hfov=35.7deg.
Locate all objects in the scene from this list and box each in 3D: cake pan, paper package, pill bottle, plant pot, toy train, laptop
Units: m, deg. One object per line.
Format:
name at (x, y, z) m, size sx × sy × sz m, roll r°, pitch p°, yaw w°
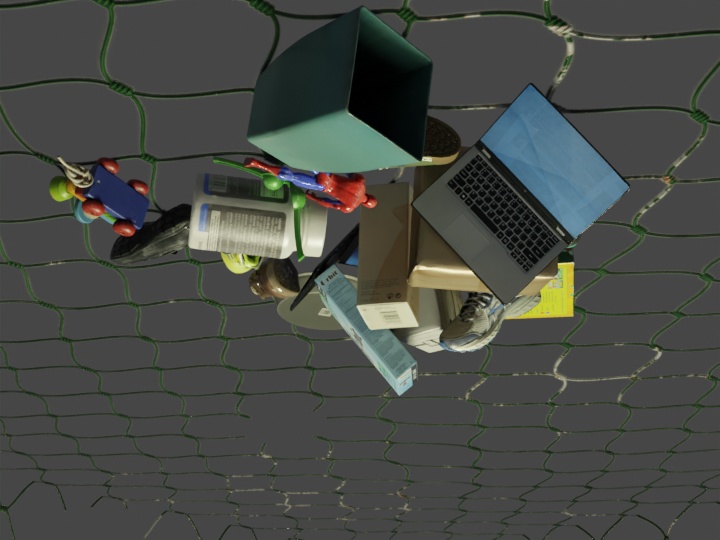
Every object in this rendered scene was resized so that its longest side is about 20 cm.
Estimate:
cake pan at (-0.065, 0.060, 2.046) m, size 0.198 × 0.037 × 0.201 m, roll 1°, pitch 155°, yaw 1°
paper package at (0.170, -0.070, 1.567) m, size 0.198 × 0.192 × 0.104 m, roll 5°, pitch 164°, yaw -4°
pill bottle at (-0.153, -0.078, 1.669) m, size 0.198 × 0.115 × 0.114 m, roll 7°, pitch 155°, yaw -9°
plant pot at (-0.037, -0.203, 1.374) m, size 0.199 × 0.142 × 0.141 m, roll -11°, pitch 153°, yaw 39°
toy train at (-0.414, -0.125, 1.646) m, size 0.115 × 0.085 × 0.200 m, roll 3°, pitch 159°, yaw 32°
laptop at (0.204, -0.096, 1.458) m, size 0.187 × 0.200 × 0.116 m, roll 47°, pitch 169°, yaw 5°
laptop at (0.000, 0.000, 1.834) m, size 0.103 × 0.200 × 0.177 m, roll 41°, pitch 150°, yaw 3°

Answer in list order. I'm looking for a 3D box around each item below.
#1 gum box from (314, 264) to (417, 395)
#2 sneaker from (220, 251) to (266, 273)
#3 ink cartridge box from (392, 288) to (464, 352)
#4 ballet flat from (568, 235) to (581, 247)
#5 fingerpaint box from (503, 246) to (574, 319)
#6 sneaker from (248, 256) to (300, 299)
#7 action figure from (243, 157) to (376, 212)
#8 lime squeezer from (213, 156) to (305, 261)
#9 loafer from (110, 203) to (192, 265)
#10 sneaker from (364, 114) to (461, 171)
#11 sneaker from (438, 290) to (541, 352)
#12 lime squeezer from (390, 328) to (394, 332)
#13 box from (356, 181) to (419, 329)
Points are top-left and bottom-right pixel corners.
gum box at (0.011, 0.097, 1.766) m, size 0.044 × 0.200 × 0.170 m, roll -38°, pitch 167°, yaw -6°
sneaker at (-0.189, -0.034, 1.812) m, size 0.075 × 0.077 × 0.200 m, roll 6°, pitch 156°, yaw -13°
ink cartridge box at (0.107, 0.045, 1.820) m, size 0.084 × 0.147 × 0.200 m, roll -15°, pitch 166°, yaw 16°
ballet flat at (0.245, -0.061, 1.743) m, size 0.198 × 0.068 × 0.069 m, roll -12°, pitch 144°, yaw 5°
fingerpaint box at (0.270, 0.006, 1.861) m, size 0.165 × 0.074 × 0.200 m, roll -3°, pitch 152°, yaw 10°
sneaker at (-0.145, 0.023, 1.822) m, size 0.075 × 0.071 × 0.200 m, roll -36°, pitch -175°, yaw 6°
action figure at (-0.070, -0.135, 1.566) m, size 0.199 × 0.066 × 0.099 m, roll 24°, pitch -178°, yaw -23°
lime squeezer at (-0.124, -0.109, 1.613) m, size 0.071 × 0.200 × 0.038 m, roll -43°, pitch 169°, yaw 6°
loafer at (-0.323, -0.047, 1.803) m, size 0.200 × 0.069 × 0.070 m, roll -20°, pitch 138°, yaw 33°
sneaker at (0.031, -0.171, 1.517) m, size 0.198 × 0.068 × 0.090 m, roll 10°, pitch 155°, yaw -4°
sneaker at (0.189, 0.049, 1.721) m, size 0.077 × 0.200 × 0.086 m, roll 16°, pitch 135°, yaw 51°
lime squeezer at (0.051, 0.039, 1.893) m, size 0.070 × 0.200 × 0.038 m, roll 24°, pitch 112°, yaw 2°
box at (0.043, -0.022, 1.669) m, size 0.077 × 0.201 × 0.095 m, roll -4°, pitch 155°, yaw 14°
